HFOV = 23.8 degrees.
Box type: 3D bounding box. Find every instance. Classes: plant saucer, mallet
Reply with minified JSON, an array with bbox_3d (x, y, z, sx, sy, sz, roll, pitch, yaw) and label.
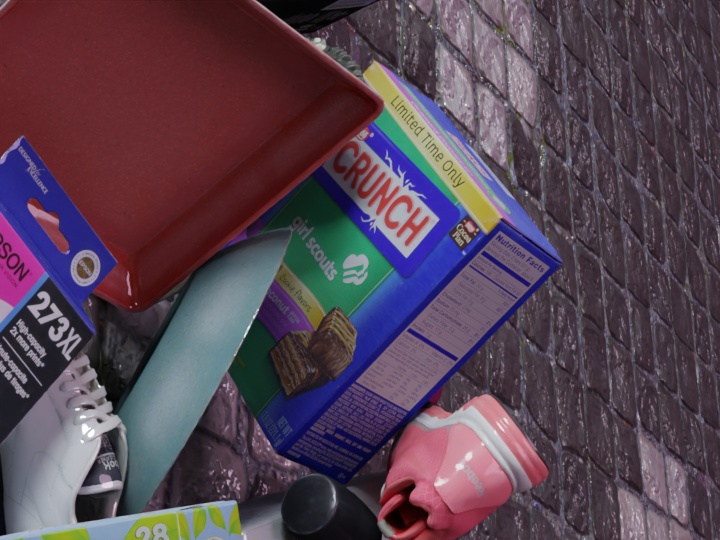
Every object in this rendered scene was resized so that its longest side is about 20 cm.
[{"bbox_3d":[-0.104,0.054,0.979,0.038,0.201,0.202,29,41,-8],"label":"plant saucer"},{"bbox_3d":[-0.020,0.219,0.961,0.066,0.041,0.202,36,52,-56],"label":"mallet"},{"bbox_3d":[-0.122,-0.083,0.886,0.199,0.199,0.037,32,29,-40],"label":"plant saucer"}]

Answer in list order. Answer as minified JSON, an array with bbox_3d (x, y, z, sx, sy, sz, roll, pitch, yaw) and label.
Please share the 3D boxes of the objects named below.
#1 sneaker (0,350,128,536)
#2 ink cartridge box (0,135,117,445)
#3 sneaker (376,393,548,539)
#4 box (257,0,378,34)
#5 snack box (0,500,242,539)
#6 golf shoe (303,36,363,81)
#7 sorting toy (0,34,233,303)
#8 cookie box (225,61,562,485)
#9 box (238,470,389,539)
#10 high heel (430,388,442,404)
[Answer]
[{"bbox_3d":[-0.164,0.076,0.918,0.076,0.080,0.202,5,71,-61],"label":"sneaker"},{"bbox_3d":[-0.195,0.037,0.834,0.201,0.037,0.095,-54,130,-27],"label":"ink cartridge box"},{"bbox_3d":[0.037,0.126,1.019,0.087,0.200,0.074,-36,87,-18],"label":"sneaker"},{"bbox_3d":[-0.068,-0.264,1.120,0.123,0.148,0.202,-9,90,-27],"label":"box"},{"bbox_3d":[-0.129,0.223,0.821,0.068,0.167,0.202,9,70,-66],"label":"snack box"},{"bbox_3d":[-0.068,-0.097,1.063,0.077,0.199,0.089,-33,119,-37],"label":"golf shoe"},{"bbox_3d":[-0.116,-0.083,0.972,0.200,0.179,0.108,46,40,-47],"label":"sorting toy"},{"bbox_3d":[0.000,0.000,1.074,0.075,0.200,0.172,31,18,-46],"label":"cookie box"},{"bbox_3d":[-0.050,0.221,1.051,0.200,0.106,0.154,-7,84,-64],"label":"box"},{"bbox_3d":[0.008,0.105,1.288,0.200,0.067,0.097,-39,126,-64],"label":"high heel"}]
